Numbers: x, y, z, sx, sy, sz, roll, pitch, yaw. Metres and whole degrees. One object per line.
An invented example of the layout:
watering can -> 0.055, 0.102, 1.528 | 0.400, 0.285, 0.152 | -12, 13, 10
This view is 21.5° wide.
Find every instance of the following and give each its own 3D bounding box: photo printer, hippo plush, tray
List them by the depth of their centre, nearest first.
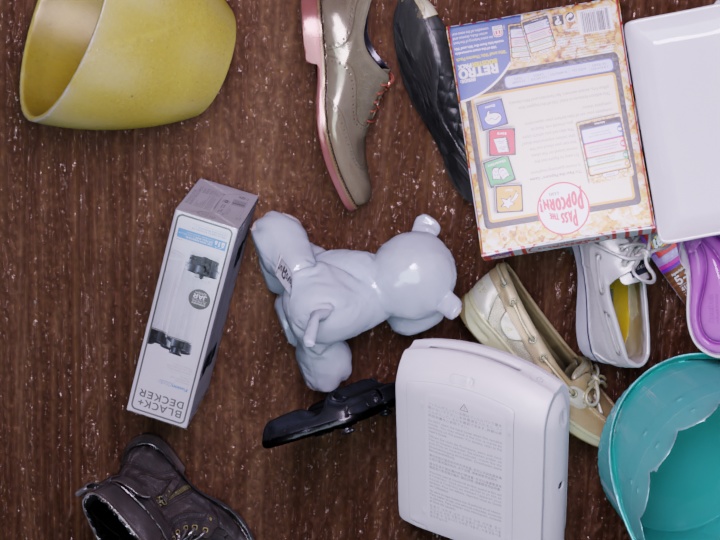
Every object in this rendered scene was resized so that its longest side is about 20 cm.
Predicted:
tray -> 0.291, -0.125, 1.614 | 0.106, 0.022, 0.202 | -9, 75, 9
hippo plush -> 0.000, 0.000, 1.706 | 0.160, 0.200, 0.160 | -21, 71, -7
photo printer -> 0.111, 0.158, 1.733 | 0.165, 0.069, 0.201 | 15, 126, 26

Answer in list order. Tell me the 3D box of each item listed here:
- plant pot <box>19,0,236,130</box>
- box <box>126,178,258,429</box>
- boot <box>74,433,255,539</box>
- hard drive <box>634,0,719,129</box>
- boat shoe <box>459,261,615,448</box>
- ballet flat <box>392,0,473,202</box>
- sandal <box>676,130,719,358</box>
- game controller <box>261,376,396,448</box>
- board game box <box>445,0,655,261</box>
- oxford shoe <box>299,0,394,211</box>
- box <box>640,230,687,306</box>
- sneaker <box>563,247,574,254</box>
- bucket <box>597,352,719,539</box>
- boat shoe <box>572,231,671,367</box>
plant pot -> -0.192, -0.203, 1.654 | 0.141, 0.200, 0.201 | 18, 111, -26
box -> -0.154, 0.029, 1.745 | 0.060, 0.117, 0.202 | 16, 110, 2
boot -> -0.184, 0.254, 1.788 | 0.069, 0.174, 0.200 | -40, 99, 17
hard drive -> 0.346, -0.121, 1.646 | 0.200, 0.026, 0.132 | 42, 104, 12
boat shoe -> 0.178, 0.081, 1.744 | 0.201, 0.073, 0.063 | 46, 112, 0
ballet flat -> 0.082, -0.156, 1.698 | 0.057, 0.066, 0.201 | -31, 106, -27
sandal -> 0.305, -0.020, 1.639 | 0.082, 0.050, 0.204 | -6, 103, 30
game controller -> -0.023, 0.132, 1.721 | 0.104, 0.200, 0.042 | -27, 85, 12
board game box -> 0.162, -0.120, 1.621 | 0.150, 0.046, 0.202 | -9, 84, 7
oxford shoe -> -0.005, -0.152, 1.695 | 0.074, 0.071, 0.202 | -8, 107, 4
box -> 0.363, -0.039, 1.697 | 0.199, 0.039, 0.137 | -35, 98, 16
sneaker -> 0.178, -0.112, 1.684 | 0.090, 0.067, 0.201 | -22, 101, 16
bucket -> 0.316, 0.180, 1.693 | 0.205, 0.135, 0.209 | -5, 109, -16
boat shoe -> 0.230, -0.008, 1.662 | 0.074, 0.086, 0.204 | -15, 111, -35
